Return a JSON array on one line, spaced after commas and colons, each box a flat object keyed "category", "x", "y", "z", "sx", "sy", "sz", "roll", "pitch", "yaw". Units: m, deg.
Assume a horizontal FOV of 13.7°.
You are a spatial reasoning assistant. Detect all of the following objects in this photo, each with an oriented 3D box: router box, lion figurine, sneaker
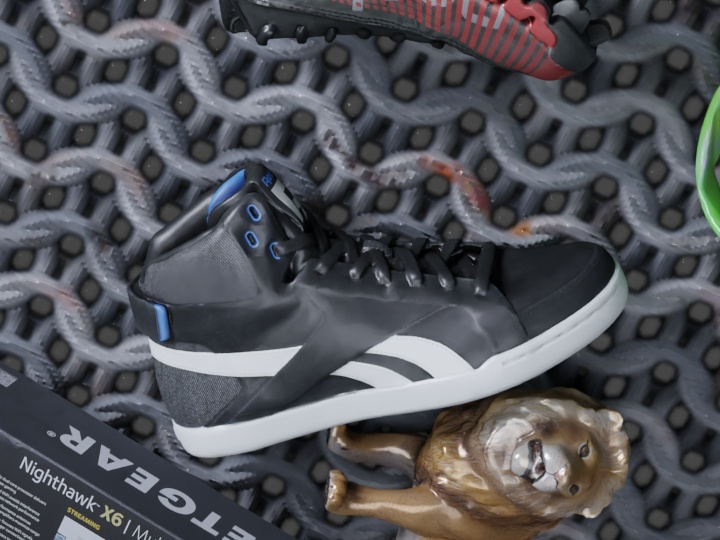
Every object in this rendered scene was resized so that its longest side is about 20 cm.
[{"category": "router box", "x": -0.111, "y": 0.155, "z": 1.259, "sx": 0.200, "sy": 0.052, "sz": 0.158, "roll": 31, "pitch": 115, "yaw": 8}, {"category": "lion figurine", "x": 0.037, "y": 0.128, "z": 1.277, "sx": 0.122, "sy": 0.073, "sz": 0.200, "roll": 10, "pitch": 124, "yaw": -7}, {"category": "sneaker", "x": 0.000, "y": 0.000, "z": 1.214, "sx": 0.199, "sy": 0.073, "sz": 0.112, "roll": -18, "pitch": 113, "yaw": 10}, {"category": "sneaker", "x": -0.001, "y": -0.121, "z": 1.166, "sx": 0.200, "sy": 0.071, "sz": 0.098, "roll": 30, "pitch": 110, "yaw": -9}]

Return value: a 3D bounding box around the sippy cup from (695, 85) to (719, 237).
[{"category": "sippy cup", "x": 0.232, "y": -0.031, "z": 1.172, "sx": 0.177, "sy": 0.140, "sz": 0.131, "roll": 22, "pitch": 101, "yaw": -20}]
